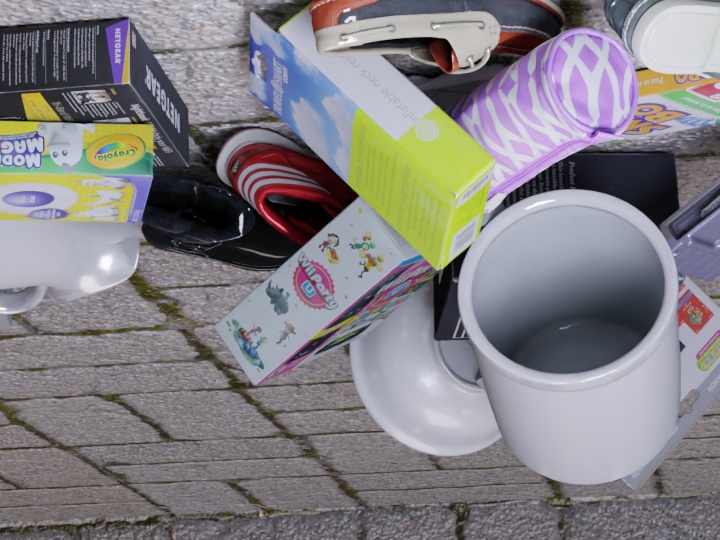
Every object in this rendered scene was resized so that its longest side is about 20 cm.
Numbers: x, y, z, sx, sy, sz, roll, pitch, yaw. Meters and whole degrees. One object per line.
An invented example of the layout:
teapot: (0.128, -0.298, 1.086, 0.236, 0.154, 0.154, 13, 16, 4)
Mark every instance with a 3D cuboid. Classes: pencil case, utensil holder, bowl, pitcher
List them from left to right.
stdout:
pitcher: (-0.311, -0.026, 1.824, 0.171, 0.121, 0.200, -33, 143, 31)
bowl: (0.097, 0.076, 2.116, 0.201, 0.201, 0.090, 5, 167, -22)
pencil case: (0.114, -0.099, 1.537, 0.084, 0.086, 0.200, 9, 159, -23)
utensil holder: (0.171, 0.059, 1.739, 0.170, 0.170, 0.200, -3, 149, 8)

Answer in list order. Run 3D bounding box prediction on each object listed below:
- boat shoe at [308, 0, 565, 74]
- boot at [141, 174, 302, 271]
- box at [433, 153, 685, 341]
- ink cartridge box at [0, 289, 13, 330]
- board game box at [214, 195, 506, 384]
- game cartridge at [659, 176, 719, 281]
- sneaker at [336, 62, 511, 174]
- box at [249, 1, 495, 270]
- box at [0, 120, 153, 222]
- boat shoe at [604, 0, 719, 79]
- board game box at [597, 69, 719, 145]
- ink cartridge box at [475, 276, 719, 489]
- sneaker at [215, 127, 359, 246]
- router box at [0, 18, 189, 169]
boat shoe: (0.054, -0.165, 1.495, 0.200, 0.063, 0.071, 7, 161, -31)
boot: (-0.108, -0.043, 1.874, 0.165, 0.066, 0.200, 1, 173, -6)
box: (0.168, -0.019, 1.922, 0.198, 0.123, 0.200, 1, 164, -3)
ink cartridge box: (-0.400, -0.005, 2.012, 0.146, 0.083, 0.200, 0, 165, -3)
board game box: (0.000, 0.000, 1.732, 0.147, 0.064, 0.200, -24, 166, -50)
game cartridge: (0.330, -0.064, 1.755, 0.200, 0.038, 0.130, -40, 151, 21)
sneaker: (0.070, -0.107, 1.668, 0.200, 0.082, 0.075, -3, 165, 7)
box: (0.005, -0.102, 1.543, 0.048, 0.200, 0.122, -41, 164, -19)
box: (-0.259, -0.074, 1.634, 0.200, 0.048, 0.117, 2, 164, -9)
boat shoe: (0.253, -0.168, 1.539, 0.200, 0.073, 0.062, 3, -152, -40)
board game box: (0.239, -0.133, 1.698, 0.200, 0.030, 0.096, -7, 164, 29)
ink cartridge box: (0.242, 0.088, 2.057, 0.176, 0.200, 0.084, 44, 161, 2)
sneaker: (-0.016, -0.048, 1.792, 0.200, 0.116, 0.078, 7, 121, -31)
router box: (-0.225, -0.125, 1.640, 0.157, 0.052, 0.200, -3, 165, 7)
